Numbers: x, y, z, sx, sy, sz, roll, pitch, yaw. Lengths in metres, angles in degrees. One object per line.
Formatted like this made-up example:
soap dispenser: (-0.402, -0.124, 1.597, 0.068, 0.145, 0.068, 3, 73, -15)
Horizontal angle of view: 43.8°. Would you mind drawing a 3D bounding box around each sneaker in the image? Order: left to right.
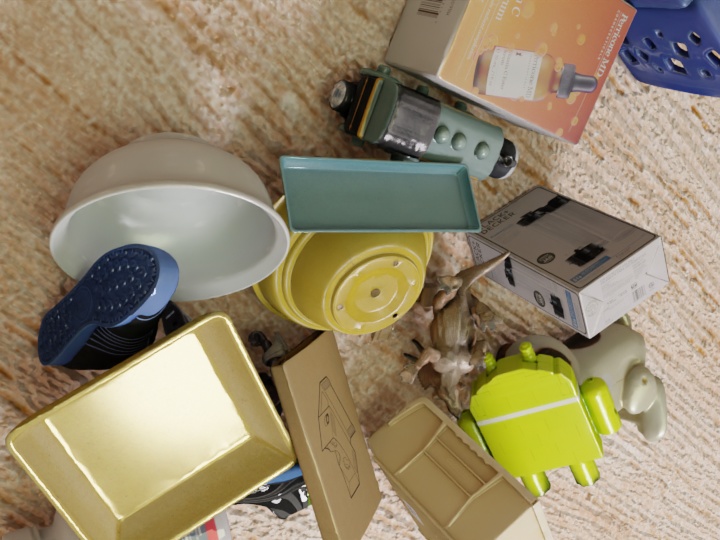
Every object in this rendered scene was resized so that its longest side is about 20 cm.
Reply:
sneaker: (-0.204, 0.035, 0.779, 0.078, 0.199, 0.071, 10, 62, -44)
sneaker: (-0.067, 0.231, 0.997, 0.199, 0.071, 0.083, 10, 127, -36)

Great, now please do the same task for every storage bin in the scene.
storage bin: (0.118, 0.271, 1.009, 0.094, 0.198, 0.200, -39, 137, -11)

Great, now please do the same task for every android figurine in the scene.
android figurine: (0.200, 0.171, 1.027, 0.181, 0.041, 0.201, -20, 113, 21)

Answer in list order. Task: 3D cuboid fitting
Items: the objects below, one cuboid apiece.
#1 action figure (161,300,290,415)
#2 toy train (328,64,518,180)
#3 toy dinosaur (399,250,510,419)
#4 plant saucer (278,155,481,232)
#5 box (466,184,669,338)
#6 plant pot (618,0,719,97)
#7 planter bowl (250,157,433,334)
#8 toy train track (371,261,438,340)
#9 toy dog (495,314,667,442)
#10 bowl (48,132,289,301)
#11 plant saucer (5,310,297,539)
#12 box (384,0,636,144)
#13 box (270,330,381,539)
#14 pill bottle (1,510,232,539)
action figure: (-0.132, 0.109, 0.892, 0.130, 0.069, 0.200, -51, 141, -2)
toy train: (0.066, -0.138, 0.887, 0.199, 0.114, 0.086, 16, 101, -34)
toy dinosaur: (0.102, 0.065, 0.989, 0.085, 0.136, 0.201, 18, 93, 3)
plant saucer: (0.019, -0.065, 0.806, 0.199, 0.019, 0.070, -1, 72, -30)
box: (0.219, -0.016, 0.973, 0.116, 0.200, 0.060, -31, 122, -14)
plant pot: (0.362, -0.317, 0.943, 0.179, 0.200, 0.201, 33, 92, -29)
planter bowl: (0.000, 0.000, 0.859, 0.199, 0.084, 0.201, -16, 133, -17)
toy train track: (0.003, 0.029, 0.967, 0.199, 0.033, 0.116, 1, 109, -29)
toy dog: (0.266, 0.131, 1.101, 0.199, 0.139, 0.196, 2, 100, -30)
bowl: (-0.164, -0.056, 0.777, 0.199, 0.091, 0.201, -6, 153, -3)
plant saucer: (-0.176, 0.145, 0.783, 0.199, 0.048, 0.201, -31, 128, -14)
box: (0.151, -0.237, 0.902, 0.199, 0.106, 0.153, 16, 101, -33)
box: (-0.030, 0.170, 0.903, 0.021, 0.163, 0.201, -15, 95, 15)
pill bottle: (-0.236, 0.271, 0.873, 0.199, 0.119, 0.120, -13, 115, -25)
